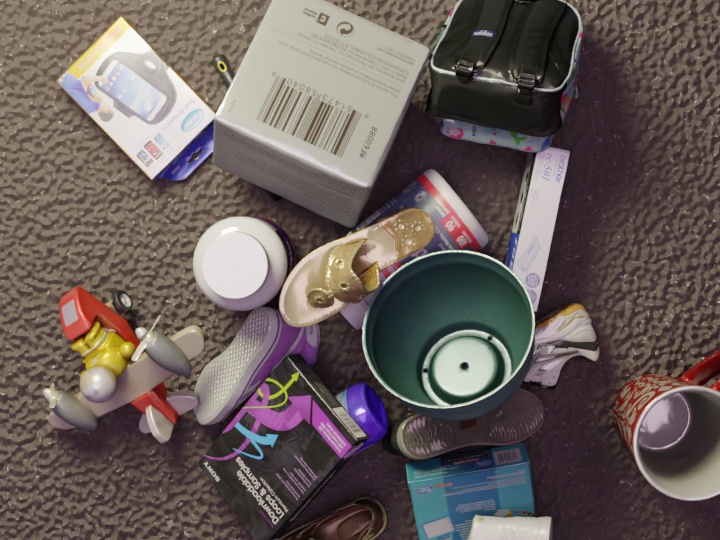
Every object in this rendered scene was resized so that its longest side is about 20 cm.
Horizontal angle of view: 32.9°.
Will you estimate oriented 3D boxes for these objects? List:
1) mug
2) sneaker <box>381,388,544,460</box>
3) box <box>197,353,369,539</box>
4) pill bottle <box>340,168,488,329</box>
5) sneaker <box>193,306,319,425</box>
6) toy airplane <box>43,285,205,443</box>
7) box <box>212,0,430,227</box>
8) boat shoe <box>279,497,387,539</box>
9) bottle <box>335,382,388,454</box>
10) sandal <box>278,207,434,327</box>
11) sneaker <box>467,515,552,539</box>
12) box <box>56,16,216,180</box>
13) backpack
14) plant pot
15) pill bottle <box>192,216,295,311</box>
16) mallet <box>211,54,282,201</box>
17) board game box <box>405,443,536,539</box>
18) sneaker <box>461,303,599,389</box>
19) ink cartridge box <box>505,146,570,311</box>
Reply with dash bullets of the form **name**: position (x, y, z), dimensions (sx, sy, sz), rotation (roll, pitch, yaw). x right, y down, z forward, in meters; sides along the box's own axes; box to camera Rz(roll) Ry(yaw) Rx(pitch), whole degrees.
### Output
- **mug**: position (0.398, 0.183, 1.481), dimensions (0.177, 0.200, 0.134), rotation (-25, 92, 2)
- **sneaker**: position (0.126, 0.192, 1.548), dimensions (0.200, 0.106, 0.075), rotation (-8, 84, -17)
- **box**: position (-0.099, 0.223, 1.502), dimensions (0.143, 0.036, 0.200), rotation (47, 112, 22)
- **pill bottle**: position (0.048, -0.021, 1.519), dimensions (0.200, 0.120, 0.120), rotation (-39, 91, 3)
- **sneaker**: position (-0.125, 0.132, 1.554), dimensions (0.200, 0.114, 0.073), rotation (-47, 50, 29)
- **toy airplane**: position (-0.298, 0.136, 1.521), dimensions (0.199, 0.141, 0.200), rotation (16, 111, 11)
- **box**: position (-0.050, -0.193, 1.463), dimensions (0.199, 0.171, 0.200), rotation (24, 73, 0)
- **boat shoe**: position (-0.060, 0.354, 1.556), dimensions (0.202, 0.075, 0.075), rotation (-38, 78, 0)
- **bottle**: position (-0.061, 0.220, 1.549), dimensions (0.200, 0.084, 0.065), rotation (-31, 117, 15)
- **sandal**: position (-0.003, -0.005, 1.412), dimensions (0.212, 0.070, 0.078), rotation (-33, 101, -5)
- **sneaker**: position (0.176, 0.381, 1.508), dimensions (0.115, 0.074, 0.200), rotation (3, 118, 11)
- **box**: position (-0.274, -0.210, 1.556), dimensions (0.119, 0.041, 0.200), rotation (-44, 89, 3)
- **backpack**: position (0.179, -0.248, 1.477), dimensions (0.177, 0.151, 0.200), rotation (11, 53, 11)
- **plant pot**: position (0.115, 0.095, 1.444), dimensions (0.200, 0.134, 0.201), rotation (-7, 60, 13)
- **pill bottle**: position (-0.140, -0.010, 1.482), dimensions (0.112, 0.200, 0.113), rotation (0, 93, 1)
- **mallet**: position (-0.124, -0.191, 1.557), dimensions (0.066, 0.041, 0.200), rotation (-23, 88, 1)
- **board game box**: position (0.146, 0.324, 1.537), dimensions (0.151, 0.047, 0.200), rotation (-9, 114, 2)
- **sneaker**: position (0.210, 0.120, 1.544), dimensions (0.200, 0.076, 0.088), rotation (-26, 92, 3)
- **ink cartridge box**: position (0.216, -0.053, 1.526), dimensions (0.044, 0.094, 0.200), rotation (11, 93, 0)
